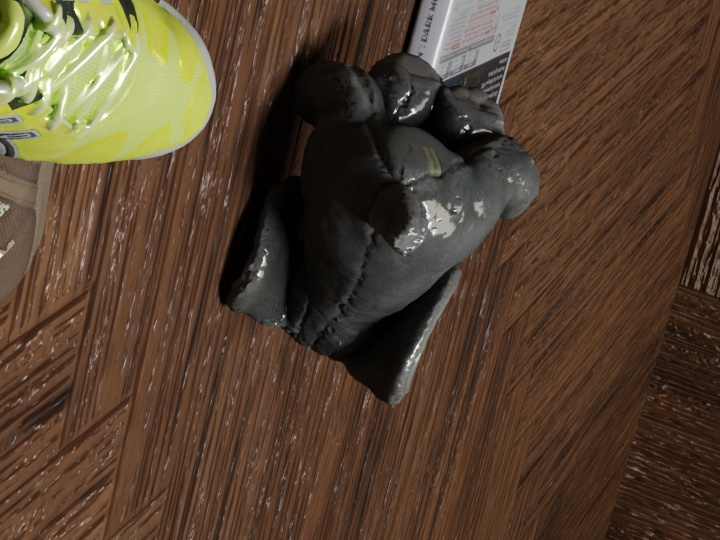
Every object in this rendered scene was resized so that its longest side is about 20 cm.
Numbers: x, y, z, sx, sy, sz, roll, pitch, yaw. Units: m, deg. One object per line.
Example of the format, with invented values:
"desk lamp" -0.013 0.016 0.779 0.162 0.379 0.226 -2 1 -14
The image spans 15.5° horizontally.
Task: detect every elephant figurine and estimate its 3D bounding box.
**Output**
"elephant figurine" 0.000 0.000 1.375 0.155 0.142 0.201 -8 138 -43

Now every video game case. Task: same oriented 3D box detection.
"video game case" 0.058 -0.118 1.626 0.200 0.023 0.183 -32 139 -70

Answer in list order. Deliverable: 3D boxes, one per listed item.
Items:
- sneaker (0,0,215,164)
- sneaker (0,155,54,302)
"sneaker" -0.111 -0.067 0.788 0.199 0.076 0.076 20 104 -49
"sneaker" -0.136 -0.052 0.870 0.076 0.070 0.201 -54 158 -44
